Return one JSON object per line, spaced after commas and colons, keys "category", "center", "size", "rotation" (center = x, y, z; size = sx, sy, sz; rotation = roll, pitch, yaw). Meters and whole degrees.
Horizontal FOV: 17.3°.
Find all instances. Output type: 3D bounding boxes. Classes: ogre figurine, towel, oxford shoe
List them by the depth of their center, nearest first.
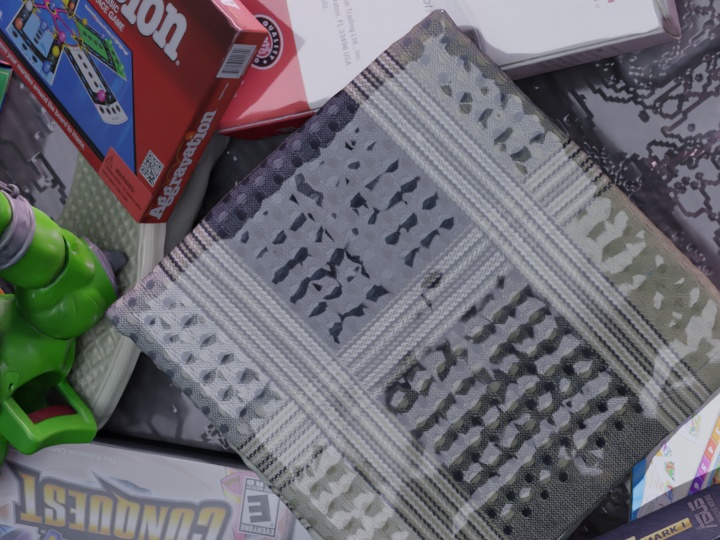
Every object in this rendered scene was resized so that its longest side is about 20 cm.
{"category": "towel", "center": [0.031, 0.026, 0.968], "size": [0.193, 0.035, 0.200], "rotation": [-43, 91, 5]}
{"category": "ogre figurine", "center": [-0.178, 0.043, 1.013], "size": [0.098, 0.120, 0.200], "rotation": [29, 105, 39]}
{"category": "oxford shoe", "center": [-0.101, -0.019, 1.067], "size": [0.075, 0.058, 0.200], "rotation": [19, 98, 37]}

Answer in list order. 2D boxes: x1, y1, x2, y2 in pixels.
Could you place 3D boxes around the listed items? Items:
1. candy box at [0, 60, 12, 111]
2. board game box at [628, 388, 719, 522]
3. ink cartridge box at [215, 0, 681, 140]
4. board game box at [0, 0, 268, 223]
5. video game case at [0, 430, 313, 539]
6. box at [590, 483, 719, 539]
{"category": "candy box", "center": [-0.274, -0.027, 1.098], "size": [0.169, 0.077, 0.200], "rotation": [18, 95, 13]}
{"category": "board game box", "center": [0.183, 0.111, 1.015], "size": [0.134, 0.034, 0.200], "rotation": [3, 91, 13]}
{"category": "ink cartridge box", "center": [0.027, -0.148, 1.024], "size": [0.200, 0.083, 0.147], "rotation": [-12, 88, 13]}
{"category": "board game box", "center": [-0.122, -0.123, 1.037], "size": [0.200, 0.019, 0.103], "rotation": [49, 122, 31]}
{"category": "video game case", "center": [-0.103, 0.168, 1.085], "size": [0.200, 0.026, 0.181], "rotation": [9, 92, 13]}
{"category": "box", "center": [0.118, 0.207, 0.960], "size": [0.158, 0.051, 0.200], "rotation": [-27, 106, 2]}
